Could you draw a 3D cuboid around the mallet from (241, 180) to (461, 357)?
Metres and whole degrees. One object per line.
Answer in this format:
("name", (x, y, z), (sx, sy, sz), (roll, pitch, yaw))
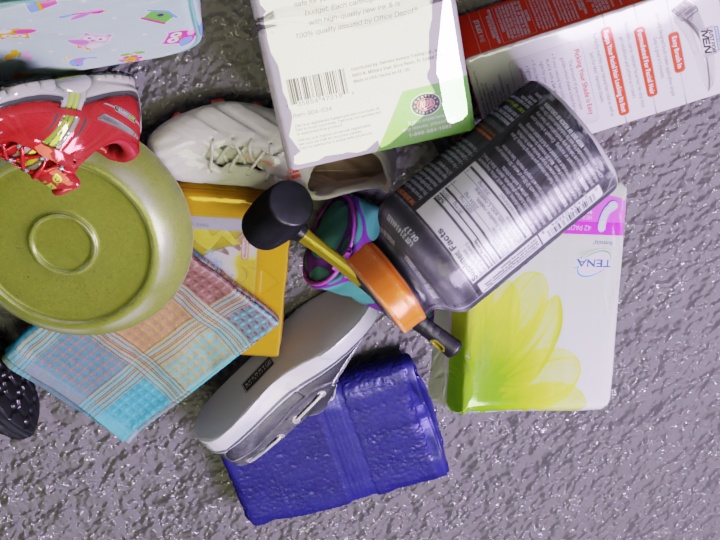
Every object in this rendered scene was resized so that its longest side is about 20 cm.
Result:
("mallet", (0.000, 0.000, 1.395), (0.199, 0.041, 0.066), (33, 151, -3))

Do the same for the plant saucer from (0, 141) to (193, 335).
("plant saucer", (-0.232, -0.027, 1.423), (0.198, 0.031, 0.201), (3, 121, 5))

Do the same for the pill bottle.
("pill bottle", (0.086, -0.042, 1.349), (0.200, 0.106, 0.106), (-39, 129, -1))

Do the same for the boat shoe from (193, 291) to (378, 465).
("boat shoe", (-0.052, 0.095, 1.568), (0.200, 0.072, 0.068), (-44, 128, 7))

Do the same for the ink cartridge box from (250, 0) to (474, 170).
("ink cartridge box", (-0.006, -0.191, 1.312), (0.144, 0.084, 0.201), (-12, 121, -2))

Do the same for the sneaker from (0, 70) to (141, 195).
("sneaker", (-0.231, -0.095, 1.297), (0.077, 0.086, 0.199), (-6, -174, 44))

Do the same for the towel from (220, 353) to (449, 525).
("towel", (-0.028, 0.153, 1.657), (0.199, 0.050, 0.148), (-16, 125, 3))

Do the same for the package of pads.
("package of pads", (0.139, 0.015, 1.476), (0.154, 0.068, 0.202), (2, 95, -29))

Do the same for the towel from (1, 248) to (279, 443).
("towel", (-0.185, 0.057, 1.508), (0.200, 0.022, 0.146), (-37, 122, 26))

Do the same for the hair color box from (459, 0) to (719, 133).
("hair color box", (0.182, -0.170, 1.404), (0.199, 0.064, 0.111), (-16, 132, 5))

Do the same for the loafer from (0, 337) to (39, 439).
("loafer", (-0.342, 0.077, 1.517), (0.070, 0.068, 0.201), (-12, 137, 25))

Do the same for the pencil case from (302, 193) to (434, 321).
("pencil case", (0.049, 0.009, 1.511), (0.199, 0.093, 0.085), (25, 112, -27))

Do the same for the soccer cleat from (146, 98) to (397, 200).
("soccer cleat", (-0.068, -0.091, 1.412), (0.199, 0.078, 0.070), (-2, 131, -9))

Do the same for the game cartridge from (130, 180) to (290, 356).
("game cartridge", (-0.160, -0.003, 1.488), (0.198, 0.033, 0.177), (2, 130, -6))

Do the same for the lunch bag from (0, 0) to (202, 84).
("lunch bag", (-0.213, -0.193, 1.263), (0.199, 0.078, 0.160), (-8, 167, -1))

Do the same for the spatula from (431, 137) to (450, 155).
("spatula", (0.070, -0.093, 1.474), (0.056, 0.021, 0.201), (-11, 135, 15))
